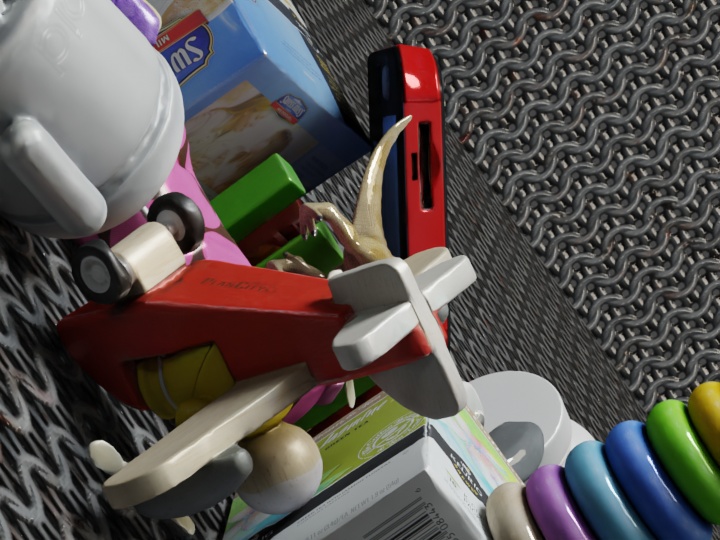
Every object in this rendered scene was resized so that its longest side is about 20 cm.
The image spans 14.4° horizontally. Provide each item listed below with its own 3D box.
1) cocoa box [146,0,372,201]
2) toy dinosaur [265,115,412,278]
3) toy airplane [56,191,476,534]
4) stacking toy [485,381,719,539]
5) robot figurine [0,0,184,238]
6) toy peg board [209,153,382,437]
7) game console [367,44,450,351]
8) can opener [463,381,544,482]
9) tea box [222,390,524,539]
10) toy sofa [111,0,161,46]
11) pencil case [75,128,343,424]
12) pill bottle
[{"bbox_3d":[-0.102,-0.114,1.719,0.132,0.133,0.200,60,9,22],"label":"cocoa box"},{"bbox_3d":[0.000,0.000,1.584,0.101,0.058,0.201,15,50,-37],"label":"toy dinosaur"},{"bbox_3d":[-0.034,0.050,1.331,0.199,0.199,0.142,-120,-159,-65],"label":"toy airplane"},{"bbox_3d":[0.159,0.087,1.313,0.085,0.200,0.085,53,11,-15],"label":"stacking toy"},{"bbox_3d":[-0.161,-0.091,1.386,0.200,0.113,0.170,47,21,-45],"label":"robot figurine"},{"bbox_3d":[-0.025,0.044,1.684,0.200,0.098,0.199,61,11,30],"label":"toy peg board"},{"bbox_3d":[0.023,-0.035,1.738,0.177,0.031,0.201,-166,-105,-79],"label":"game console"},{"bbox_3d":[0.041,0.129,1.596,0.200,0.066,0.053,-49,130,-50],"label":"can opener"},{"bbox_3d":[0.038,0.179,1.409,0.200,0.133,0.197,54,8,-11],"label":"tea box"},{"bbox_3d":[-0.200,-0.172,1.511,0.200,0.097,0.083,54,10,-2],"label":"toy sofa"},{"bbox_3d":[-0.090,-0.001,1.522,0.093,0.091,0.201,-20,74,-35],"label":"pencil case"},{"bbox_3d":[0.109,0.162,1.777,0.112,0.112,0.200,-114,-178,-50],"label":"pill bottle"}]
